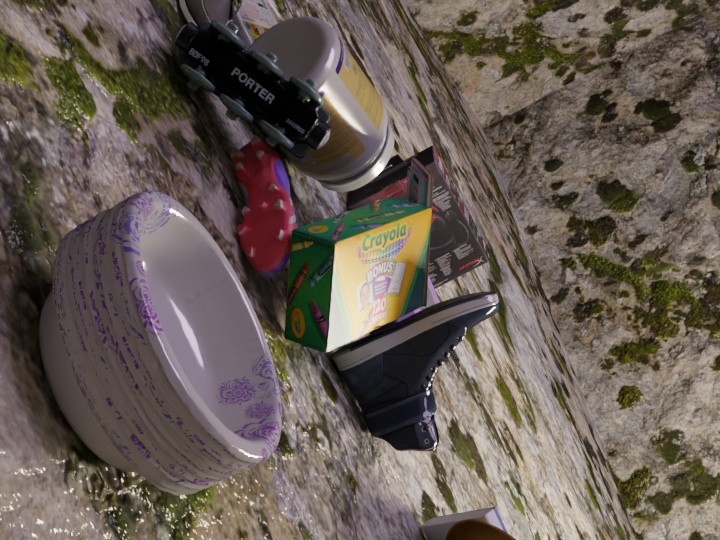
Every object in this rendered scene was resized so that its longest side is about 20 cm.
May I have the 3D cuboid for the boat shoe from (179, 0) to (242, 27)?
[{"bbox_3d":[-0.178,-0.339,1.548,0.072,0.060,0.203,56,16,-30],"label":"boat shoe"}]

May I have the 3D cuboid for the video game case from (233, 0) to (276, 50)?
[{"bbox_3d":[-0.136,-0.316,1.750,0.184,0.023,0.200,64,13,0],"label":"video game case"}]

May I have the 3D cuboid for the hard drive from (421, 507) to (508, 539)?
[{"bbox_3d":[0.152,0.368,1.415,0.025,0.132,0.202,-25,89,-33],"label":"hard drive"}]

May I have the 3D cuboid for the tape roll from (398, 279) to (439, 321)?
[{"bbox_3d":[0.050,0.030,1.740,0.201,0.065,0.201,57,16,-25],"label":"tape roll"}]

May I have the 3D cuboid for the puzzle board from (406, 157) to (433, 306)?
[{"bbox_3d":[0.066,-0.051,1.537,0.200,0.017,0.153,-109,-159,-78],"label":"puzzle board"}]

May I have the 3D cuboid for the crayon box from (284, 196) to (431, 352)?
[{"bbox_3d":[0.000,0.000,1.356,0.199,0.058,0.121,-22,122,-54],"label":"crayon box"}]

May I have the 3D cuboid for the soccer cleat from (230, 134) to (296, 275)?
[{"bbox_3d":[-0.095,-0.063,1.358,0.077,0.066,0.202,49,17,-43],"label":"soccer cleat"}]

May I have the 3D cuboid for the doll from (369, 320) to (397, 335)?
[{"bbox_3d":[0.027,0.029,1.558,0.048,0.137,0.202,13,50,-14],"label":"doll"}]

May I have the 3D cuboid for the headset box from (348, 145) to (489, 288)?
[{"bbox_3d":[0.081,-0.076,1.867,0.201,0.147,0.075,58,13,-21],"label":"headset box"}]

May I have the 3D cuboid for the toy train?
[{"bbox_3d":[-0.118,-0.199,1.390,0.199,0.086,0.114,35,-2,-2],"label":"toy train"}]

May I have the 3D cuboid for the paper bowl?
[{"bbox_3d":[-0.143,0.057,0.871,0.202,0.103,0.201,58,14,-24],"label":"paper bowl"}]

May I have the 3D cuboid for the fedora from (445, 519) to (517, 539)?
[{"bbox_3d":[0.135,0.369,1.339,0.081,0.200,0.203,-26,89,-35],"label":"fedora"}]

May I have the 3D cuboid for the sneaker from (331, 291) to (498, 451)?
[{"bbox_3d":[0.086,0.119,1.431,0.077,0.200,0.148,-30,95,-85],"label":"sneaker"}]

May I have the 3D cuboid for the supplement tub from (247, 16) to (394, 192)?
[{"bbox_3d":[-0.052,-0.208,1.608,0.200,0.144,0.147,50,19,-47],"label":"supplement tub"}]
